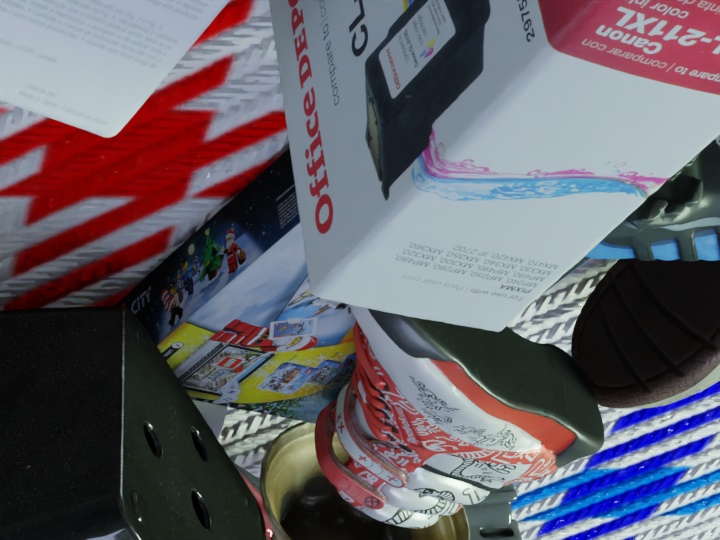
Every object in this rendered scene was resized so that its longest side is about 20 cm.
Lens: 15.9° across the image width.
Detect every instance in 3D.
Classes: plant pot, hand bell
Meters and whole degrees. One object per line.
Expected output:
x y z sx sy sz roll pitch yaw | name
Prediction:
-0.143 0.130 1.072 0.177 0.200 0.200 -23 124 11 | plant pot
-0.037 0.173 1.223 0.104 0.104 0.200 7 134 -27 | hand bell

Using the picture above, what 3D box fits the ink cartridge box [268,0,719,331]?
0.054 -0.092 0.839 0.082 0.146 0.200 10 145 -29 | ink cartridge box

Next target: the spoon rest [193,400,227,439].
-0.150 0.100 1.202 0.199 0.061 0.099 -25 150 23 | spoon rest

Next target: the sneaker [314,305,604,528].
0.018 0.056 1.089 0.108 0.068 0.201 -26 150 19 | sneaker

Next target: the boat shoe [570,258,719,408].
0.180 0.004 1.128 0.075 0.075 0.202 6 148 -40 | boat shoe

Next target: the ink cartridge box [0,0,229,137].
-0.091 -0.144 0.827 0.160 0.047 0.200 19 123 -40 | ink cartridge box

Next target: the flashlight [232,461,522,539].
-0.022 0.117 1.277 0.199 0.068 0.068 0 171 -28 | flashlight

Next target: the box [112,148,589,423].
0.000 0.000 1.096 0.136 0.038 0.200 13 143 -36 | box

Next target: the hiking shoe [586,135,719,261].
0.131 -0.037 0.980 0.199 0.075 0.087 11 169 -33 | hiking shoe
